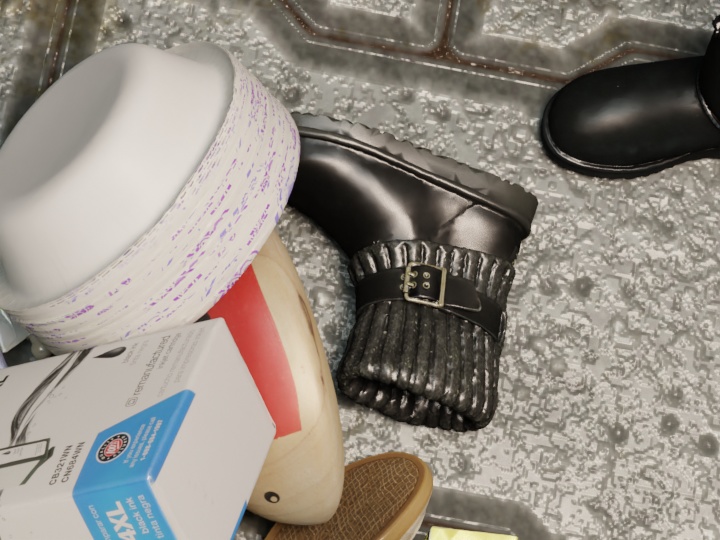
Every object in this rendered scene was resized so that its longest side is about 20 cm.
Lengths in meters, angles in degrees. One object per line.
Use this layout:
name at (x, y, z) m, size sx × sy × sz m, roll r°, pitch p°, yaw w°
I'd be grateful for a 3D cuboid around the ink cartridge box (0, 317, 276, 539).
ink cartridge box at (-0.163, 0.116, 1.059) m, size 0.198 × 0.146 × 0.085 m, roll -13°, pitch 119°, yaw 21°

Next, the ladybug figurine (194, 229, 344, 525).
ladybug figurine at (-0.067, 0.057, 1.163) m, size 0.071 × 0.136 × 0.202 m, roll -12°, pitch 71°, yaw -18°

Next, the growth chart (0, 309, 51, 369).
growth chart at (-0.289, 0.057, 1.209) m, size 0.199 × 0.018 × 0.145 m, roll -34°, pitch 81°, yaw -12°

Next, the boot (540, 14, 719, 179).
boot at (0.219, -0.119, 1.223) m, size 0.196 × 0.163 × 0.074 m, roll -2°, pitch 73°, yaw -5°

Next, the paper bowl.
paper bowl at (-0.140, -0.051, 1.148) m, size 0.104 × 0.200 × 0.202 m, roll 43°, pitch 72°, yaw -30°

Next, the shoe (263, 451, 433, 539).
shoe at (-0.031, 0.187, 1.182) m, size 0.200 × 0.054 × 0.070 m, roll -42°, pitch 49°, yaw -18°

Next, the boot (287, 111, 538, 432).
boot at (0.001, 0.000, 1.216) m, size 0.209 × 0.079 × 0.159 m, roll 18°, pitch 74°, yaw 0°

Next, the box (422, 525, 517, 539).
box at (0.048, 0.195, 1.104) m, size 0.050 × 0.200 × 0.076 m, roll 7°, pitch 73°, yaw -3°
